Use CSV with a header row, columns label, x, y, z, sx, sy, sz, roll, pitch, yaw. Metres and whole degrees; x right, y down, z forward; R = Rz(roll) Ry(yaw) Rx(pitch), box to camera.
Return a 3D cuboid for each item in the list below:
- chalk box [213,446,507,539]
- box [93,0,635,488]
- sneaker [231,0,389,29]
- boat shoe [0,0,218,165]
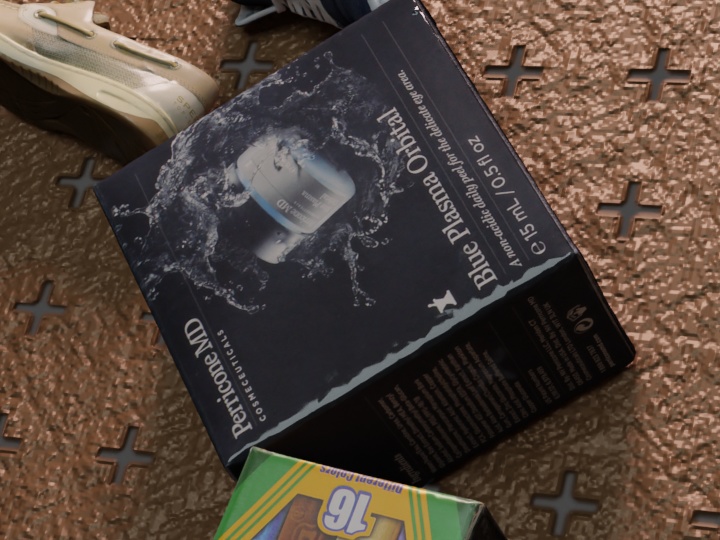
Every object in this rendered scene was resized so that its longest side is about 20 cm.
label,x,y,z,sx,sy,sz,roll,pitch,yaw
chalk box,-0.015,0.204,1.015,0.124,0.125,0.200,12,65,27
box,0.000,0.000,1.134,0.200,0.117,0.197,-32,55,4
sneaker,-0.031,-0.164,1.253,0.108,0.070,0.200,-25,35,5
boat shoe,-0.171,-0.123,1.307,0.200,0.072,0.065,27,65,30
